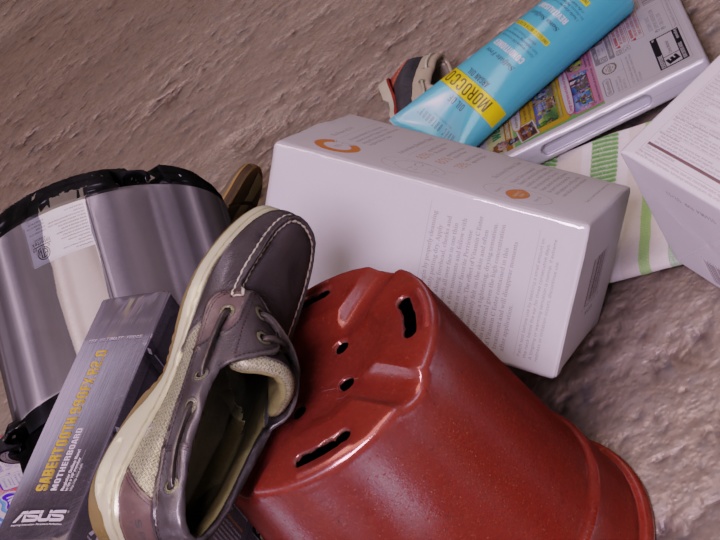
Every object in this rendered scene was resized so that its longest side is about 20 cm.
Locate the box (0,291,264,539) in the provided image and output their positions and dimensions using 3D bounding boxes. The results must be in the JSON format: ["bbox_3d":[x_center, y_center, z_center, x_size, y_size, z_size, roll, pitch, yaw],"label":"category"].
[{"bbox_3d":[-0.098,0.136,0.769,0.048,0.200,0.159,-9,44,26],"label":"box"}]

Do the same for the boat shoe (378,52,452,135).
[{"bbox_3d":[0.063,-0.123,1.158,0.062,0.071,0.200,-31,28,9],"label":"boat shoe"}]

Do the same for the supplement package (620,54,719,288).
[{"bbox_3d":[0.274,-0.082,0.828,0.200,0.110,0.114,-43,42,-5],"label":"supplement package"}]

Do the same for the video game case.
[{"bbox_3d":[0.171,-0.159,1.105,0.181,0.022,0.201,-26,30,16],"label":"video game case"}]

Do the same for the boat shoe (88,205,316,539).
[{"bbox_3d":[-0.060,0.054,0.698,0.066,0.072,0.202,2,51,35],"label":"boat shoe"}]

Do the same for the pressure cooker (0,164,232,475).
[{"bbox_3d":[-0.148,0.055,0.911,0.176,0.178,0.201,-39,63,43],"label":"pressure cooker"}]

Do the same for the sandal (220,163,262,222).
[{"bbox_3d":[-0.155,-0.021,1.240,0.054,0.080,0.200,35,77,12],"label":"sandal"}]

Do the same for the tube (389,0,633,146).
[{"bbox_3d":[0.120,-0.158,1.087,0.200,0.050,0.077,-40,46,-5],"label":"tube"}]

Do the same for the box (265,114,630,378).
[{"bbox_3d":[0.052,-0.021,0.887,0.199,0.098,0.124,17,19,18],"label":"box"}]

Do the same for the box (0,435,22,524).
[{"bbox_3d":[-0.265,0.211,1.030,0.102,0.095,0.200,-19,26,-21],"label":"box"}]

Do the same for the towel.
[{"bbox_3d":[0.158,-0.038,0.993,0.199,0.023,0.153,-17,39,30],"label":"towel"}]

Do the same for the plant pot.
[{"bbox_3d":[0.028,0.115,0.773,0.200,0.195,0.201,-27,34,20],"label":"plant pot"}]
